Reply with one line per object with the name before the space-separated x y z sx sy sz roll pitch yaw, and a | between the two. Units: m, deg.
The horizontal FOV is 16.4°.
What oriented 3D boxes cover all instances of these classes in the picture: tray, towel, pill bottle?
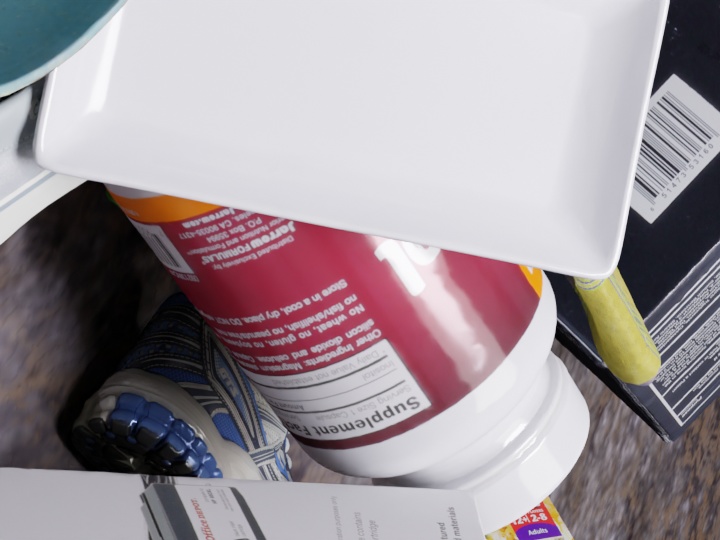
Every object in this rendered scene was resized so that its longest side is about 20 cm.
tray | -0.002 -0.067 0.813 0.022 0.199 0.108 -173 -86 -74
towel | 0.056 -0.053 0.960 0.023 0.144 0.200 -28 135 8
pill bottle | 0.000 0.000 0.909 0.200 0.113 0.113 55 53 -27

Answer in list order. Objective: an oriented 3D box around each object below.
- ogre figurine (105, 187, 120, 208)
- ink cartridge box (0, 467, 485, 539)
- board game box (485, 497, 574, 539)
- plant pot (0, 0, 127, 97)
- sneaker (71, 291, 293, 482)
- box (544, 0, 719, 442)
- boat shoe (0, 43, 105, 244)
ogre figurine | -0.013 -0.028 1.013 0.120 0.098 0.200 -47 118 0
ink cartridge box | -0.061 0.153 0.881 0.084 0.199 0.145 -102 -162 -62
board game box | -0.025 0.160 1.062 0.199 0.046 0.152 -4 137 -31
plant pot | -0.128 -0.156 0.604 0.200 0.134 0.201 -50 152 -40
sneaker | -0.052 0.074 1.068 0.200 0.077 0.085 66 43 -62
box | 0.180 -0.032 1.379 0.200 0.123 0.198 -46 155 0
boat shoe | -0.111 -0.068 0.809 0.201 0.070 0.072 -48 153 -37
